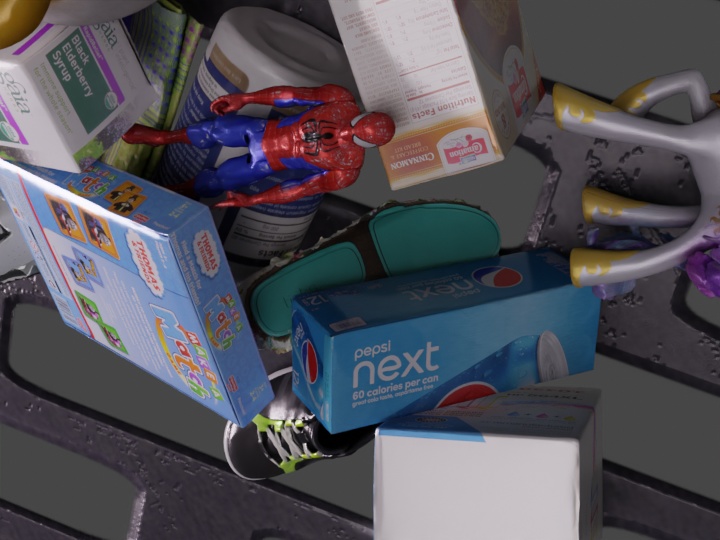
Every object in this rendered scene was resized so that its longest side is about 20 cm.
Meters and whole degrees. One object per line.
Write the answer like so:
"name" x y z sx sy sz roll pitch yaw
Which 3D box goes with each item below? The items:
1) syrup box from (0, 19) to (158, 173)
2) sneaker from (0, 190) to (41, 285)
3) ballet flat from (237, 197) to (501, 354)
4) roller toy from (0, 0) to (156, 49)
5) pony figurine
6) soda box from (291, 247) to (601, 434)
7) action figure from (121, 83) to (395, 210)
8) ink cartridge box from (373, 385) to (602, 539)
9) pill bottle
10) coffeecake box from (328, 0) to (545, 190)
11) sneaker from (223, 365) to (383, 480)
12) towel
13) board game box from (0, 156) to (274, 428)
"syrup box" -0.231 -0.128 0.728 0.198 0.082 0.079 13 141 36
"sneaker" -0.256 -0.040 0.865 0.197 0.074 0.090 -11 108 10
"ballet flat" 0.000 0.000 0.775 0.197 0.064 0.077 -17 87 -22
"roller toy" -0.166 -0.228 0.588 0.199 0.140 0.184 -36 83 7
"pony figurine" 0.224 -0.038 0.682 0.197 0.166 0.197 -4 96 26
"soda box" 0.057 0.041 0.738 0.197 0.064 0.069 -10 115 -24
"action figure" -0.061 -0.069 0.662 0.198 0.051 0.067 -5 89 36
"ink cartridge box" 0.094 0.150 0.771 0.126 0.200 0.128 1 94 16
"pill bottle" -0.079 -0.063 0.776 0.110 0.111 0.202 30 117 3
"coffeecake box" 0.038 -0.171 0.673 0.072 0.154 0.203 -13 107 22
"sneaker" -0.034 0.105 0.844 0.199 0.083 0.072 -33 99 25
"towel" -0.198 -0.151 0.790 0.199 0.023 0.145 36 116 26
"board game box" -0.149 0.002 0.735 0.198 0.037 0.153 24 141 39
